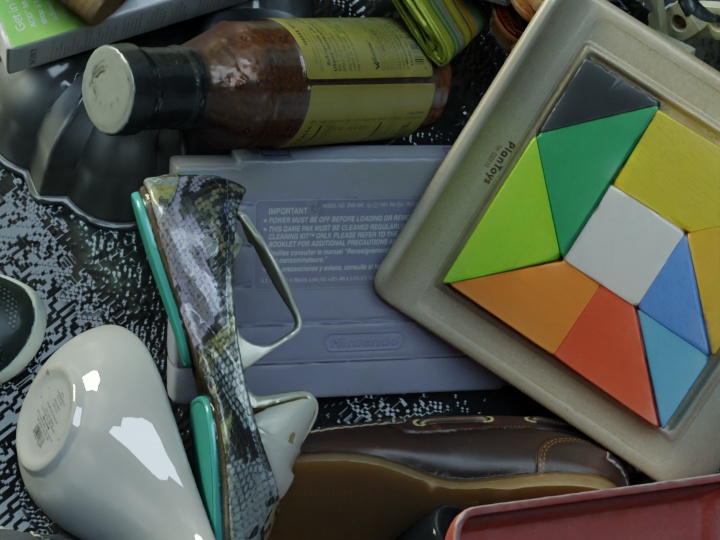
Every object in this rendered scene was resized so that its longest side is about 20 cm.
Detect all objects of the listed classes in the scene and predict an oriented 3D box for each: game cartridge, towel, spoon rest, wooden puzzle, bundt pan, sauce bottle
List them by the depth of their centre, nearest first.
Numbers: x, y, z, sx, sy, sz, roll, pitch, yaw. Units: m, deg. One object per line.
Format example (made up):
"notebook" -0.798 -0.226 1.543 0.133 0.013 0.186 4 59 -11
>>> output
"spoon rest" -0.111 0.103 0.766 0.060 0.100 0.200 22 22 -35
"sauce bottle" -0.042 -0.092 0.805 0.199 0.066 0.066 -6 72 -44
"wooden puzzle" 0.133 -0.013 0.814 0.199 0.037 0.186 32 99 2
"game cartridge" 0.000 0.000 0.857 0.198 0.038 0.131 -1 101 -14
"bundt pan" -0.112 -0.127 0.879 0.200 0.076 0.203 4 71 -12
"towel" 0.057 -0.180 0.903 0.086 0.018 0.200 58 34 -11

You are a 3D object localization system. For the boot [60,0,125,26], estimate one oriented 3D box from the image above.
"boot" -0.118 -0.228 0.791 0.144 0.071 0.201 43 74 -1

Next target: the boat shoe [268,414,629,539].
"boat shoe" 0.037 0.108 0.848 0.198 0.071 0.071 4 34 -2

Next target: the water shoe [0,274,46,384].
"water shoe" -0.251 0.020 0.797 0.198 0.079 0.072 4 72 -12

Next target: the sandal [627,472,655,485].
"sandal" 0.182 0.138 0.882 0.199 0.043 0.077 -10 75 -16

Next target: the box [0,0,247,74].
"box" -0.110 -0.196 0.841 0.199 0.036 0.145 -20 78 -19

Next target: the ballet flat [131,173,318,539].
"ballet flat" -0.056 0.050 0.783 0.072 0.072 0.202 -11 89 -16

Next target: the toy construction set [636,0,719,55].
"toy construction set" 0.235 -0.173 0.960 0.131 0.092 0.200 42 69 14

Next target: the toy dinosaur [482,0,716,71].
"toy dinosaur" 0.106 -0.144 0.872 0.135 0.102 0.202 -11 92 -32

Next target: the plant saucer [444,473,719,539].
"plant saucer" 0.107 0.198 0.780 0.199 0.037 0.202 -1 96 -36

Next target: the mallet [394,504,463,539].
"mallet" 0.084 0.195 0.834 0.200 0.066 0.041 42 29 -21

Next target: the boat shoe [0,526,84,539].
"boat shoe" -0.180 0.156 0.780 0.198 0.063 0.073 2 70 -14
